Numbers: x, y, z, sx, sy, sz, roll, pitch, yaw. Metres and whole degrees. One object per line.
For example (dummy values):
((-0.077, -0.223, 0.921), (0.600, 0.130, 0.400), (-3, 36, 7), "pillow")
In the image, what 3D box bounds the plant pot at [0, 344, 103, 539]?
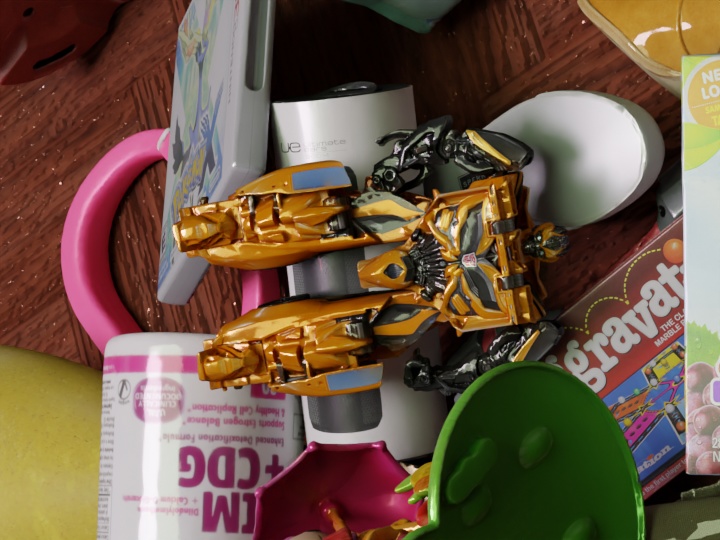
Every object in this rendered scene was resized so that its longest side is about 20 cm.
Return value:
((-0.171, 0.138, 1.690), (0.141, 0.200, 0.201), (-5, 80, 23), "plant pot")

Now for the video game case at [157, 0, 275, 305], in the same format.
((-0.081, -0.100, 1.623), (0.200, 0.022, 0.183), (125, 151, -63), "video game case")

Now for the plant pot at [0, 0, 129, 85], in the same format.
((-0.248, -0.232, 1.810), (0.195, 0.200, 0.201), (46, 114, 27), "plant pot")

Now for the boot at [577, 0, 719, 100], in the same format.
((0.208, -0.147, 1.464), (0.144, 0.071, 0.201), (-53, 37, 3), "boot")

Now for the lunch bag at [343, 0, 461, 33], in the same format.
((0.034, -0.266, 1.595), (0.170, 0.122, 0.201), (-37, 53, 36), "lunch bag")

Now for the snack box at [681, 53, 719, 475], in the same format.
((0.238, -0.004, 1.347), (0.168, 0.068, 0.201), (-1, 90, 18), "snack box")

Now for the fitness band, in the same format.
((-0.114, 0.000, 1.744), (0.200, 0.037, 0.144), (50, 116, 36), "fitness band")

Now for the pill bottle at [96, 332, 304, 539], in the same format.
((-0.088, 0.137, 1.574), (0.113, 0.113, 0.201), (-3, 84, 42), "pill bottle")

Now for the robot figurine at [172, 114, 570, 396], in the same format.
((0.009, 0.001, 1.467), (0.199, 0.058, 0.146), (-9, 95, 19), "robot figurine")

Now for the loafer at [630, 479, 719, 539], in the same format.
((0.170, 0.149, 1.439), (0.200, 0.069, 0.076), (-29, 65, 36), "loafer")

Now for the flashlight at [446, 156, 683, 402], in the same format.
((0.131, 0.009, 1.501), (0.200, 0.068, 0.068), (-47, 35, 26), "flashlight")

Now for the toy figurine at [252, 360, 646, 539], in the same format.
((0.012, 0.143, 1.416), (0.184, 0.200, 0.151), (-12, 112, 45), "toy figurine")

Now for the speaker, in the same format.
((0.000, 0.000, 1.545), (0.081, 0.081, 0.201), (0, 99, 42), "speaker")

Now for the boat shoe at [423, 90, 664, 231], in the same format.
((0.100, -0.055, 1.519), (0.200, 0.063, 0.071), (-13, 87, 53), "boat shoe")

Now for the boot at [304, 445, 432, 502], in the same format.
((0.005, 0.202, 1.592), (0.175, 0.066, 0.201), (3, 87, 50), "boot")

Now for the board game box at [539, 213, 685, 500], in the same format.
((0.158, 0.042, 1.457), (0.200, 0.019, 0.103), (-41, 88, 24), "board game box")
